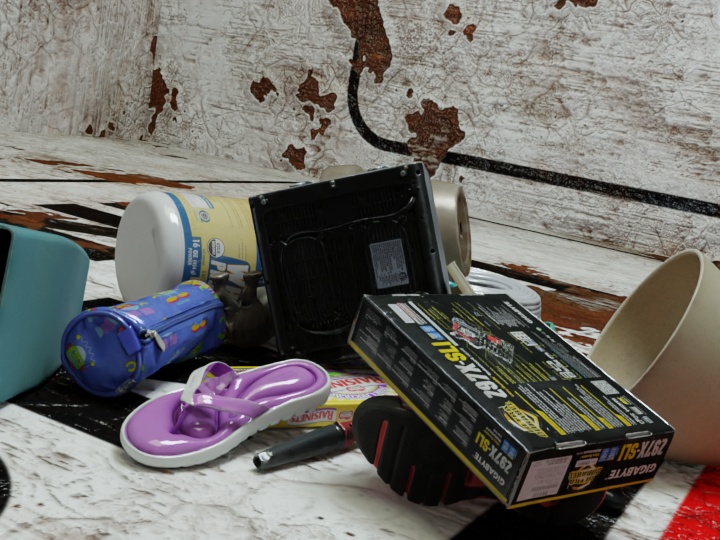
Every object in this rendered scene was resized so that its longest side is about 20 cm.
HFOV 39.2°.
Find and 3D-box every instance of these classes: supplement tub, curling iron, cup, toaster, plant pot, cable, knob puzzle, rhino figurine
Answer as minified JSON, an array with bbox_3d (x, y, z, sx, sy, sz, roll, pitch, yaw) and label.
[{"bbox_3d":[-0.172,-0.015,1.191,0.198,0.146,0.144,2,12,-37],"label":"supplement tub"},{"bbox_3d":[-0.009,0.137,0.833,0.199,0.026,0.049,-1,11,-45],"label":"curling iron"},{"bbox_3d":[0.314,0.103,0.961,0.143,0.201,0.200,36,10,-2],"label":"cup"},{"bbox_3d":[0.000,0.000,1.011,0.179,0.202,0.119,-11,2,10],"label":"toaster"},{"bbox_3d":[-0.323,0.024,0.870,0.140,0.143,0.200,11,2,9],"label":"plant pot"},{"bbox_3d":[0.157,0.044,1.407,0.199,0.070,0.199,17,12,36],"label":"cable"},{"bbox_3d":[0.148,0.071,0.953,0.030,0.221,0.220,-35,8,6],"label":"knob puzzle"},{"bbox_3d":[-0.085,0.032,1.137,0.059,0.089,0.199,4,12,37],"label":"rhino figurine"},{"bbox_3d":[0.050,-0.045,1.303,0.171,0.203,0.200,-5,6,15],"label":"plant pot"}]

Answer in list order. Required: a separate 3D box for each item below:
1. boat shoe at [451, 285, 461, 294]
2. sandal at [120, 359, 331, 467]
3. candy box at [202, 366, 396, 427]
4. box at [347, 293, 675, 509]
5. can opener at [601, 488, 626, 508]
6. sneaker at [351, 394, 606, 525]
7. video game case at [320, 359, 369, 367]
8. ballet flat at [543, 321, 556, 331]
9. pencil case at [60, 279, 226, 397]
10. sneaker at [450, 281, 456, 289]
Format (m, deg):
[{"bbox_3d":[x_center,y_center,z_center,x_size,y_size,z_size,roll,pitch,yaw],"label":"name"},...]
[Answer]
[{"bbox_3d":[0.113,0.077,1.069,0.065,0.073,0.200,47,21,-13],"label":"boat shoe"},{"bbox_3d":[-0.106,0.097,0.807,0.082,0.050,0.202,25,28,34],"label":"sandal"},{"bbox_3d":[-0.037,0.115,0.937,0.198,0.027,0.102,3,15,-32],"label":"candy box"},{"bbox_3d":[0.108,0.085,0.750,0.158,0.050,0.200,-1,30,-37],"label":"box"},{"bbox_3d":[0.142,0.140,0.860,0.199,0.064,0.078,17,12,38],"label":"can opener"},{"bbox_3d":[0.087,0.135,0.778,0.198,0.074,0.087,17,23,-7],"label":"sneaker"},{"bbox_3d":[0.042,0.102,1.112,0.198,0.018,0.143,7,11,-16],"label":"video game case"},{"bbox_3d":[0.147,0.071,1.239,0.197,0.071,0.067,9,12,-2],"label":"ballet flat"},{"bbox_3d":[-0.192,0.059,0.940,0.086,0.079,0.200,-18,1,18],"label":"pencil case"},{"bbox_3d":[0.041,0.032,1.163,0.079,0.079,0.199,-3,5,42],"label":"sneaker"}]
